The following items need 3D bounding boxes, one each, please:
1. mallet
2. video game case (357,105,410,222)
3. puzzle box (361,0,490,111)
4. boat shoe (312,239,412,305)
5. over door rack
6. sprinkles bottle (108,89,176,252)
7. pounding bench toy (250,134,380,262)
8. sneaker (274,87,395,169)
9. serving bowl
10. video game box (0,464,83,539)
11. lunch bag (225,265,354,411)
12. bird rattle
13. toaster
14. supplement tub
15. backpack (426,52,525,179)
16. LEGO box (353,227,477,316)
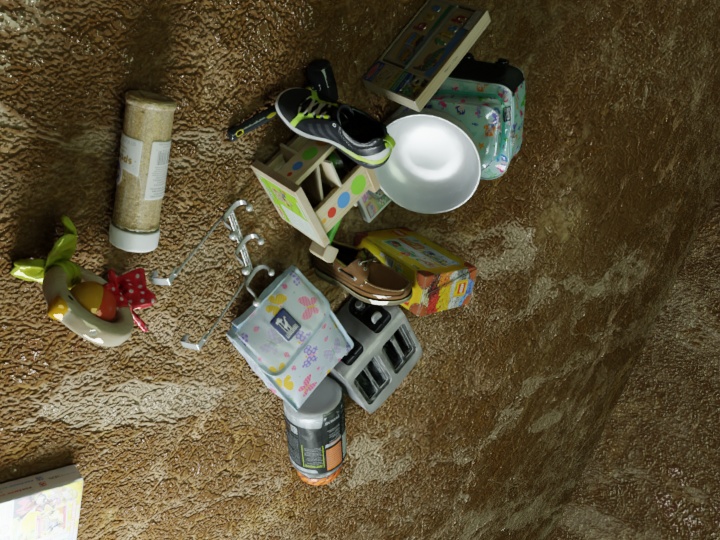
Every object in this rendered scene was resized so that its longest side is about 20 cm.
[{"bbox_3d":[-0.119,-0.259,1.049,0.197,0.041,0.067,-29,131,-26],"label":"mallet"},{"bbox_3d":[0.057,-0.205,1.276,0.200,0.018,0.145,-45,138,-17],"label":"video game case"},{"bbox_3d":[0.107,-0.363,1.142,0.202,0.132,0.025,-52,141,-9],"label":"puzzle box"},{"bbox_3d":[0.000,0.000,1.206,0.072,0.195,0.070,-49,149,-46],"label":"boat shoe"},{"bbox_3d":[-0.212,0.010,1.063,0.201,0.065,0.151,-49,141,-35],"label":"over door rack"},{"bbox_3d":[-0.291,-0.130,0.922,0.067,0.068,0.206,-5,117,-43],"label":"sprinkles bottle"},{"bbox_3d":[-0.051,-0.132,1.126,0.156,0.123,0.202,-45,139,-16],"label":"pounding bench toy"},{"bbox_3d":[-0.034,-0.222,0.991,0.073,0.196,0.083,-60,171,-18],"label":"sneaker"},{"bbox_3d":[0.118,-0.200,1.212,0.067,0.194,0.204,-70,156,-46],"label":"serving bowl"},{"bbox_3d":[-0.518,0.406,1.036,0.179,0.046,0.205,-4,117,-43],"label":"video game box"},{"bbox_3d":[-0.125,0.116,1.207,0.170,0.126,0.202,-45,132,-18],"label":"lunch bag"},{"bbox_3d":[-0.354,0.041,0.904,0.112,0.164,0.201,-37,130,4],"label":"bird rattle"},{"bbox_3d":[0.014,0.162,1.383,0.181,0.118,0.202,-45,139,-14],"label":"toaster"},{"bbox_3d":[-0.088,0.319,1.371,0.121,0.121,0.205,-25,131,-32],"label":"supplement tub"},{"bbox_3d":[0.209,-0.265,1.266,0.152,0.173,0.203,-55,148,-34],"label":"backpack"},{"bbox_3d":[0.097,-0.004,1.303,0.146,0.198,0.079,-8,120,-41],"label":"LEGO box"}]
